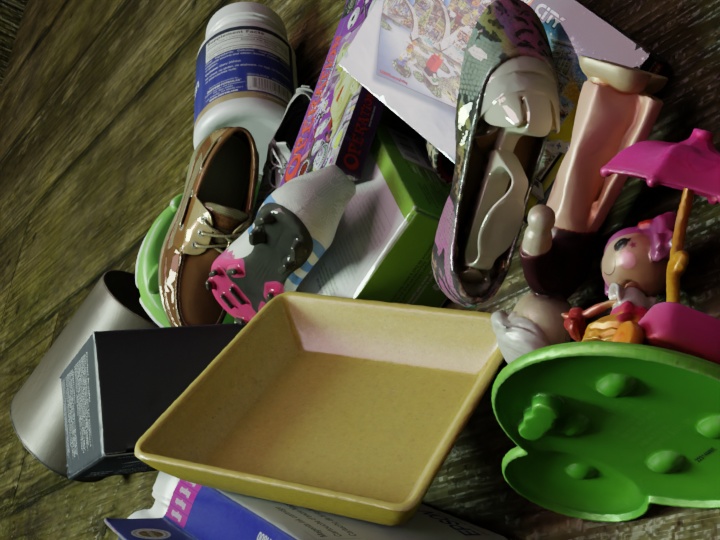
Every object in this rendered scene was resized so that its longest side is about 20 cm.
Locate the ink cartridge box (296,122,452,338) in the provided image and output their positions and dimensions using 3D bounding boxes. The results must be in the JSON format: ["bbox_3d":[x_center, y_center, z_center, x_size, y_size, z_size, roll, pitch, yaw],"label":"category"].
[{"bbox_3d":[0.000,0.000,0.878,0.200,0.076,0.148,-56,31,24],"label":"ink cartridge box"}]

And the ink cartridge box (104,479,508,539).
[{"bbox_3d":[-0.041,0.168,0.699,0.196,0.199,0.043,6,88,60],"label":"ink cartridge box"}]

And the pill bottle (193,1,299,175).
[{"bbox_3d":[-0.123,-0.199,1.183,0.116,0.115,0.200,-45,35,35],"label":"pill bottle"}]

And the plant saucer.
[{"bbox_3d":[-0.013,0.093,0.718,0.199,0.049,0.200,5,33,27],"label":"plant saucer"}]

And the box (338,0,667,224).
[{"bbox_3d":[0.092,-0.145,0.755,0.200,0.038,0.137,44,112,25],"label":"box"}]

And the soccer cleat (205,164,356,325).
[{"bbox_3d":[-0.059,-0.017,0.859,0.086,0.070,0.200,-43,0,-31],"label":"soccer cleat"}]

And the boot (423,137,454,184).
[{"bbox_3d":[0.101,-0.179,0.841,0.204,0.073,0.154,-51,37,28],"label":"boot"}]

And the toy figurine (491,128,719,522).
[{"bbox_3d":[0.157,0.019,0.583,0.200,0.150,0.185,113,179,-59],"label":"toy figurine"}]

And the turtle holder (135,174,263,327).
[{"bbox_3d":[-0.156,-0.018,1.087,0.132,0.140,0.186,148,123,-68],"label":"turtle holder"}]

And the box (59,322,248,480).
[{"bbox_3d":[-0.180,0.120,0.968,0.200,0.147,0.105,145,119,-61],"label":"box"}]

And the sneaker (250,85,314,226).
[{"bbox_3d":[-0.071,-0.084,1.014,0.074,0.082,0.201,0,57,13],"label":"sneaker"}]

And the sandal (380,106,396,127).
[{"bbox_3d":[-0.011,-0.089,0.962,0.057,0.080,0.202,20,88,48],"label":"sandal"}]

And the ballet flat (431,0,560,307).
[{"bbox_3d":[0.091,-0.071,0.687,0.071,0.069,0.201,-140,60,-71],"label":"ballet flat"}]

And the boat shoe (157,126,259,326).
[{"bbox_3d":[-0.136,-0.041,0.986,0.074,0.075,0.201,154,125,-65],"label":"boat shoe"}]

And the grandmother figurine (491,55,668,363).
[{"bbox_3d":[0.129,-0.027,0.662,0.060,0.121,0.201,26,109,34],"label":"grandmother figurine"}]

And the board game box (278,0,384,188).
[{"bbox_3d":[-0.006,-0.158,0.899,0.120,0.032,0.201,-21,48,66],"label":"board game box"}]

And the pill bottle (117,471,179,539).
[{"bbox_3d":[-0.165,0.275,0.930,0.111,0.111,0.201,9,79,61],"label":"pill bottle"}]

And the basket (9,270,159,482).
[{"bbox_3d":[-0.298,0.111,1.256,0.200,0.136,0.180,-56,32,13],"label":"basket"}]
